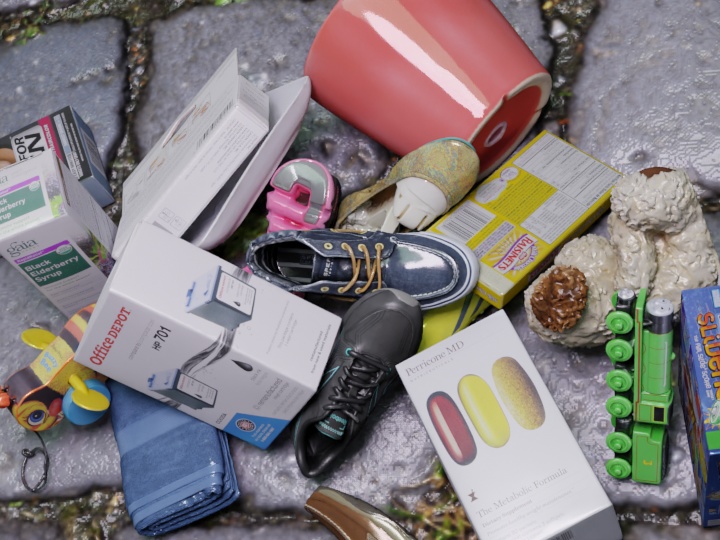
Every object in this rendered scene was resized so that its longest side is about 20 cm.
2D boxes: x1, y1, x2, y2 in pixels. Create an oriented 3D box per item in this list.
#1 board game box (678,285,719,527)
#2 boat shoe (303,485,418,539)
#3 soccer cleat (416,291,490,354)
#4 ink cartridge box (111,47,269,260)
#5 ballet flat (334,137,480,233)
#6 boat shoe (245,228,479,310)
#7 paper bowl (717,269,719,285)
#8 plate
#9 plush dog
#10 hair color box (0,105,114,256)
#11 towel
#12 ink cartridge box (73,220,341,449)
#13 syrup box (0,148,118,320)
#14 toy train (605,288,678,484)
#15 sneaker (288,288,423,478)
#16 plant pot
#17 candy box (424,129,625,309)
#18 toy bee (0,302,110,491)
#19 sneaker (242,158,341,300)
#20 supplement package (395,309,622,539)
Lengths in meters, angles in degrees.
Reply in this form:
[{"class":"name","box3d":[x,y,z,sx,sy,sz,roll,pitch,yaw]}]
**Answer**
[{"class":"board game box","box3d":[0.285,0.115,1.180,0.034,0.200,0.136,-8,64,8]},{"class":"boat shoe","box3d":[0.027,0.261,1.259,0.199,0.076,0.074,31,80,27]},{"class":"soccer cleat","box3d":[0.077,0.044,1.362,0.199,0.065,0.084,-30,99,-9]},{"class":"ink cartridge box","box3d":[-0.167,-0.110,1.443,0.200,0.045,0.176,-48,20,17]},{"class":"ballet flat","box3d":[0.039,-0.060,1.357,0.200,0.070,0.071,-27,50,51]},{"class":"boat shoe","box3d":[0.000,0.000,1.288,0.199,0.091,0.071,4,94,22]},{"class":"paper bowl","box3d":[0.369,0.037,1.199,0.104,0.200,0.202,-20,59,34]},{"class":"plate","box3d":[-0.125,-0.091,1.430,0.032,0.200,0.200,36,75,-17]},{"class":"plush dog","box3d":[0.226,0.013,1.270,0.171,0.200,0.161,-22,82,7]},{"class":"hair color box","box3d":[-0.372,-0.082,1.538,0.199,0.061,0.099,-25,62,4]},{"class":"towel","box3d":[-0.184,0.145,1.383,0.111,0.049,0.201,-25,60,13]},{"class":"ink cartridge box","box3d":[-0.138,0.061,1.297,0.199,0.147,0.086,25,55,-10]},{"class":"syrup box","box3d":[-0.286,-0.026,1.409,0.078,0.200,0.082,-22,62,4]},{"class":"toy train","box3d":[0.235,0.099,1.216,0.056,0.201,0.042,6,37,17]},{"class":"sneaker","box3d":[-0.003,0.104,1.288,0.075,0.201,0.079,25,32,-10]},{"class":"plant pot","box3d":[0.073,-0.186,1.397,0.200,0.201,0.177,-44,73,-7]},{"class":"candy box","box3d":[0.153,-0.052,1.355,0.102,0.026,0.200,35,57,24]},{"class":"toy bee","box3d":[-0.288,0.112,1.364,0.130,0.109,0.201,13,81,38]},{"class":"sneaker","box3d":[-0.068,-0.012,1.414,0.079,0.095,0.201,26,99,10]},{"class":"supplement package","box3d":[0.127,0.157,1.257,0.113,0.110,0.201,-28,61,1]}]
